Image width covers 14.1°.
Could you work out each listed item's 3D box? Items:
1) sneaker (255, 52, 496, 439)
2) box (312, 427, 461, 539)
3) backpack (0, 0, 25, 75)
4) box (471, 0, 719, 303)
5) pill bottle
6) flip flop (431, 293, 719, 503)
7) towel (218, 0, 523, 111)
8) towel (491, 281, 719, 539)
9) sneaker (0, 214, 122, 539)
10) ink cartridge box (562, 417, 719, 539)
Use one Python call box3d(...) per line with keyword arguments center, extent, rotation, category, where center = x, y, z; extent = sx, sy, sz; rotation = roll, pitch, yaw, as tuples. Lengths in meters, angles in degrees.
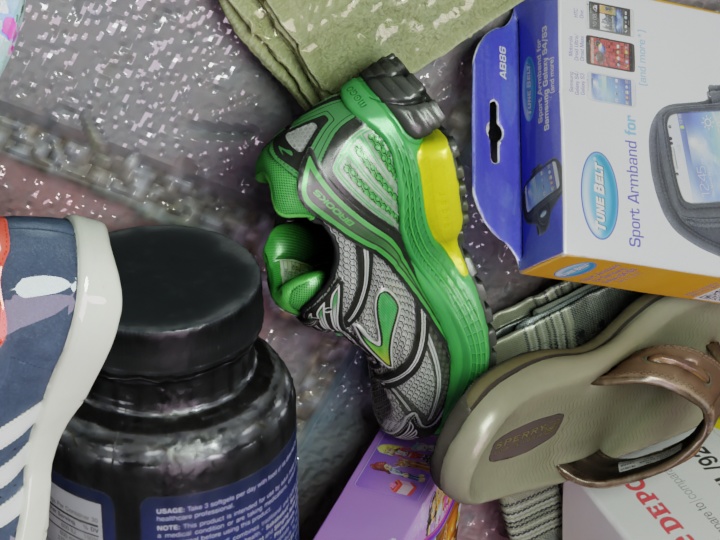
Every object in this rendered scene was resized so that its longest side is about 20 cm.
box3d(center=(0.000, 0.000, 1.200), extent=(0.085, 0.078, 0.201), rotation=(-26, 137, -11), category="sneaker")
box3d(center=(-0.002, 0.164, 1.244), extent=(0.039, 0.200, 0.138), rotation=(13, 119, 13), category="box")
box3d(center=(-0.217, -0.115, 1.014), extent=(0.199, 0.127, 0.168), rotation=(23, 103, -37), category="backpack")
box3d(center=(0.138, -0.050, 1.231), extent=(0.199, 0.041, 0.120), rotation=(8, 73, -31), category="box")
box3d(center=(-0.080, 0.089, 1.204), extent=(0.111, 0.112, 0.201), rotation=(-11, 122, -19), category="pill bottle")
box3d(center=(0.115, 0.059, 1.240), extent=(0.199, 0.057, 0.082), rotation=(-17, 130, -41), category="flip flop")
box3d(center=(0.026, -0.160, 1.159), extent=(0.200, 0.037, 0.149), rotation=(-37, 126, 0), category="towel")
box3d(center=(0.143, 0.063, 1.345), extent=(0.192, 0.035, 0.201), rotation=(-24, 128, -12), category="towel")
box3d(center=(-0.158, 0.060, 1.115), extent=(0.084, 0.075, 0.201), rotation=(8, 120, -22), category="sneaker")
box3d(center=(0.209, 0.154, 1.319), extent=(0.199, 0.147, 0.145), rotation=(-16, 125, -18), category="ink cartridge box")
